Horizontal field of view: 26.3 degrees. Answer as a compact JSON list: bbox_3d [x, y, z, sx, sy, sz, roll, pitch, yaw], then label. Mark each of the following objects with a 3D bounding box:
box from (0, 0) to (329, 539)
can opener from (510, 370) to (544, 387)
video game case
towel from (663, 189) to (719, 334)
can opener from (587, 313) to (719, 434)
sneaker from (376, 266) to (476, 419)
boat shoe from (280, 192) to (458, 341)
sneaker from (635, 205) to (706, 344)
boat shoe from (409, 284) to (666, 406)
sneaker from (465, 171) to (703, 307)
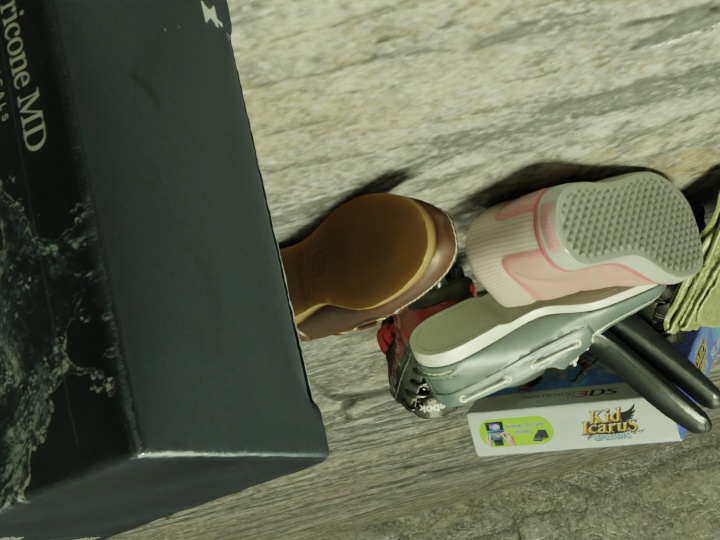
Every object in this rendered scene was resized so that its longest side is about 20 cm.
[{"bbox_3d":[-0.139,0.005,0.595,0.199,0.199,0.117,-23,163,28],"label":"box"},{"bbox_3d":[0.168,0.051,1.309,0.198,0.053,0.068,-9,124,-38],"label":"can opener"},{"bbox_3d":[0.208,0.089,1.338,0.179,0.046,0.200,-7,-160,26],"label":"video game case"},{"bbox_3d":[0.320,-0.022,1.171,0.198,0.037,0.149,-8,134,-36],"label":"towel"},{"bbox_3d":[0.197,0.053,1.190,0.199,0.064,0.079,32,154,-3],"label":"can opener"},{"bbox_3d":[0.058,0.062,1.214,0.070,0.099,0.201,-11,164,-9],"label":"sneaker"},{"bbox_3d":[0.000,0.000,0.979,0.070,0.071,0.199,5,165,-36],"label":"boat shoe"},{"bbox_3d":[0.239,0.009,1.214,0.075,0.092,0.200,-14,164,0],"label":"sneaker"},{"bbox_3d":[0.134,0.041,1.122,0.198,0.062,0.073,-21,-150,-6],"label":"boat shoe"},{"bbox_3d":[0.149,-0.020,1.057,0.104,0.076,0.199,-18,168,40],"label":"sneaker"}]
